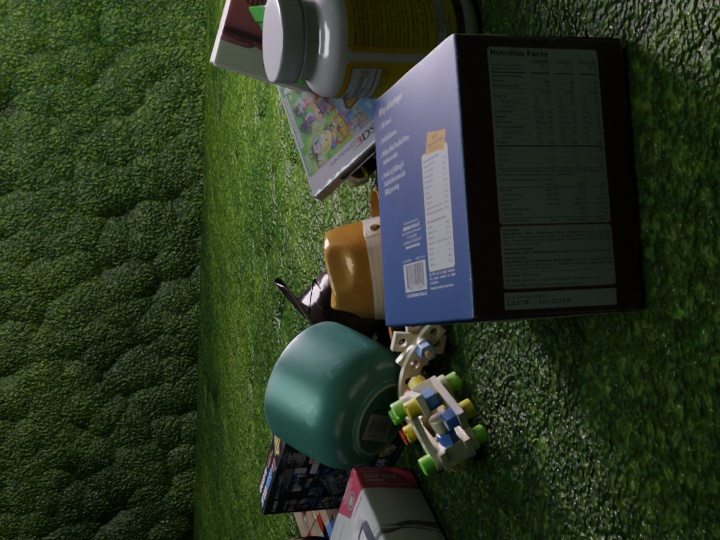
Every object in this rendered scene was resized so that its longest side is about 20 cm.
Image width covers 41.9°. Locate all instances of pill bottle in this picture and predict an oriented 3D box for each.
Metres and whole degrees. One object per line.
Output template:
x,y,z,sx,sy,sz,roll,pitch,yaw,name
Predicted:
0.008,-0.230,0.943,0.112,0.199,0.113,177,90,-71,pill bottle

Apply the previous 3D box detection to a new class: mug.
-0.006,0.140,1.082,0.114,0.185,0.152,23,138,37,mug

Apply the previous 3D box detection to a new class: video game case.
-0.026,-0.221,1.189,0.182,0.022,0.200,-38,58,35,video game case

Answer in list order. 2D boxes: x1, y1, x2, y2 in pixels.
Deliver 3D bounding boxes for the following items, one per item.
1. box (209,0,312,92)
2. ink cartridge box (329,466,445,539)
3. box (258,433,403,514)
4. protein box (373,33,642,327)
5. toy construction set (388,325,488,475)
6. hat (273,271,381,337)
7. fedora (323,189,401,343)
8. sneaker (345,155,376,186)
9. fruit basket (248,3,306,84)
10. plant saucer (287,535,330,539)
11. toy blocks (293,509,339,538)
-0.097,-0.330,1.146,0.109,0.127,0.201,-131,56,-74,box
0.035,0.345,1.086,0.200,0.085,0.146,-124,45,-58,ink cartridge box
-0.042,0.254,1.232,0.200,0.158,0.046,108,155,-49,box
0.105,-0.060,0.749,0.198,0.134,0.201,163,105,-73,protein box
0.067,0.133,0.966,0.200,0.092,0.131,-103,-12,-65,toy construction set
-0.021,0.057,1.260,0.081,0.201,0.201,-46,21,-2,hat
0.000,0.000,1.132,0.201,0.082,0.201,172,90,-89,fedora
-0.020,-0.208,1.267,0.076,0.075,0.201,120,149,-69,sneaker
-0.019,-0.320,1.026,0.156,0.215,0.216,-138,48,-69,fruit basket
-0.022,0.399,1.162,0.030,0.200,0.200,-55,28,13,plant saucer
-0.052,0.372,1.423,0.200,0.100,0.137,111,141,-52,toy blocks
